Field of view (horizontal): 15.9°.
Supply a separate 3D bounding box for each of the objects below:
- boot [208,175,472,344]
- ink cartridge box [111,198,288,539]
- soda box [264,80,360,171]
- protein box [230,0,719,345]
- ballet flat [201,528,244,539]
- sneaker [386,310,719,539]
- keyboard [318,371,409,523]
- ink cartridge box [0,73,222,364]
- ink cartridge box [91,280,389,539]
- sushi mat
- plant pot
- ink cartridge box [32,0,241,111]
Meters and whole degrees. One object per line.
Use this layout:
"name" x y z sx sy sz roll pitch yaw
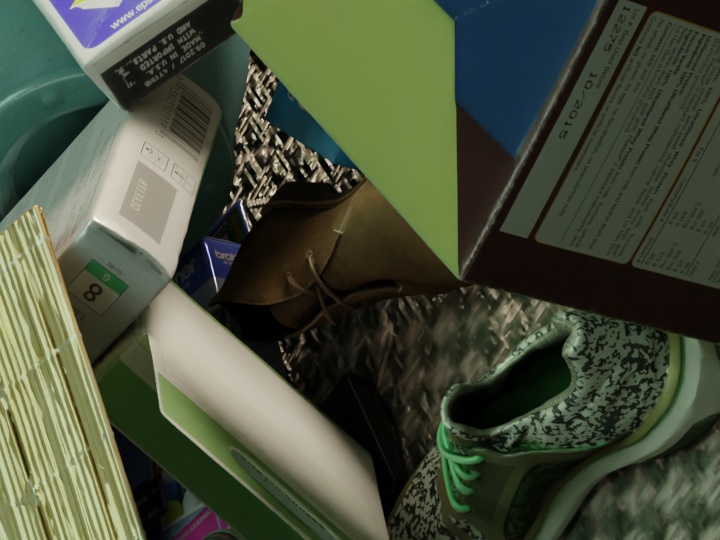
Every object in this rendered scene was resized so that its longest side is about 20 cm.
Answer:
"boot" 0.000 0.000 1.149 0.076 0.074 0.200 -49 19 -24
"ink cartridge box" -0.082 0.073 1.253 0.119 0.042 0.201 -44 45 37
"soda box" 0.030 -0.144 1.183 0.068 0.064 0.201 35 108 52
"protein box" 0.097 -0.082 0.954 0.135 0.199 0.199 -62 38 18
"ballet flat" -0.064 0.210 1.186 0.067 0.064 0.201 28 110 48
"sneaker" 0.057 0.064 1.055 0.200 0.088 0.077 -44 46 37
"keyboard" -0.047 0.127 1.237 0.200 0.021 0.127 -52 43 28
"ink cartridge box" -0.146 0.016 1.128 0.200 0.050 0.161 -47 16 25
"ink cartridge box" -0.048 0.082 1.058 0.048 0.145 0.200 -45 17 10
"sushi mat" -0.128 0.085 1.016 0.095 0.012 0.201 -29 72 31
"plant pot" -0.141 -0.101 1.264 0.200 0.199 0.188 -53 34 29
"ink cartridge box" -0.074 -0.189 1.156 0.198 0.043 0.200 -35 49 -3
